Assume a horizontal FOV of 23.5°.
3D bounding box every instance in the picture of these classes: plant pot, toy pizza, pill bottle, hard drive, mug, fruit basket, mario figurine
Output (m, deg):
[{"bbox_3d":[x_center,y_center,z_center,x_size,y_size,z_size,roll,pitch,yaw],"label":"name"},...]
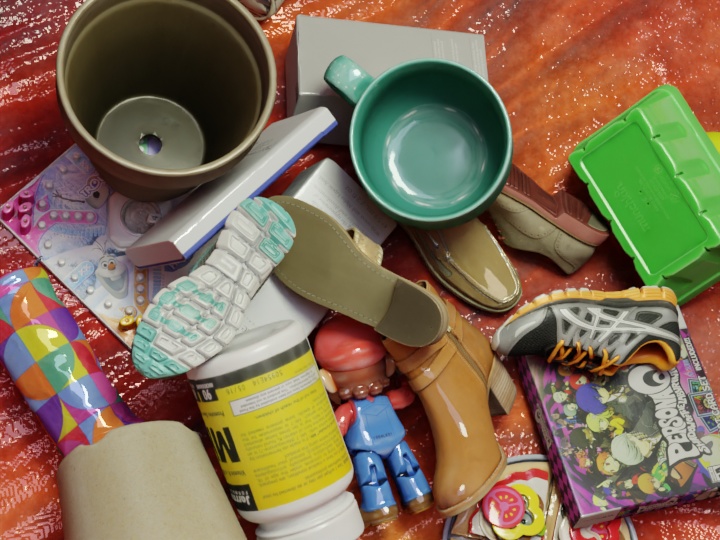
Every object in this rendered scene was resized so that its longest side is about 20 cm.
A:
[{"bbox_3d":[-0.188,-0.147,1.617,0.199,0.174,0.201,4,69,-11],"label":"plant pot"},{"bbox_3d":[0.176,0.271,1.651,0.199,0.032,0.201,4,70,-12],"label":"toy pizza"},{"bbox_3d":[-0.073,0.155,1.551,0.114,0.114,0.201,-22,97,-19],"label":"pill bottle"},{"bbox_3d":[-0.122,-0.077,1.630,0.200,0.132,0.025,-43,105,-22],"label":"hard drive"},{"bbox_3d":[0.063,-0.130,1.640,0.152,0.114,0.186,-19,83,4],"label":"mug"},{"bbox_3d":[-0.181,0.240,1.510,0.200,0.201,0.184,-12,63,-17],"label":"plant pot"},{"bbox_3d":[0.329,-0.082,1.777,0.215,0.155,0.216,41,28,-27],"label":"fruit basket"},{"bbox_3d":[0.004,0.140,1.651,0.123,0.106,0.201,-4,76,-59],"label":"mario figurine"}]

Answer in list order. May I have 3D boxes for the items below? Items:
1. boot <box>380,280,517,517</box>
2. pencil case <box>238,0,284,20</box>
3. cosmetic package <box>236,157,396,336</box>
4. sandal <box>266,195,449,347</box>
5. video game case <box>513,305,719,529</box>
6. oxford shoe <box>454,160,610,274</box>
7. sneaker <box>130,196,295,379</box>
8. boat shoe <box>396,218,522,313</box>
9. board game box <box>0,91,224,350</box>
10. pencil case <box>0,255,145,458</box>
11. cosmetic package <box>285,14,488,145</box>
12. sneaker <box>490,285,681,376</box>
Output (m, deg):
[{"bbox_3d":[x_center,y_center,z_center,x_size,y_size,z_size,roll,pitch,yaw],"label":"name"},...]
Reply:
[{"bbox_3d":[0.071,0.118,1.613,0.155,0.074,0.200,51,33,-24],"label":"boot"},{"bbox_3d":[-0.077,-0.359,1.799,0.089,0.078,0.200,39,66,-13],"label":"pencil case"},{"bbox_3d":[-0.068,-0.001,1.660,0.102,0.074,0.200,42,67,-11],"label":"cosmetic package"},{"bbox_3d":[-0.003,0.005,1.609,0.211,0.070,0.078,33,101,19],"label":"sandal"},{"bbox_3d":[0.261,0.139,1.699,0.181,0.036,0.201,-9,63,-16],"label":"video game case"},{"bbox_3d":[0.149,-0.060,1.737,0.200,0.075,0.071,30,27,-5],"label":"oxford shoe"},{"bbox_3d":[-0.132,0.028,1.541,0.078,0.091,0.200,41,62,2],"label":"sneaker"},{"bbox_3d":[0.088,-0.042,1.721,0.200,0.076,0.072,44,67,5],"label":"boat shoe"},{"bbox_3d":[-0.213,-0.053,1.685,0.200,0.026,0.200,44,68,5],"label":"board game box"},{"bbox_3d":[-0.278,0.087,1.590,0.088,0.088,0.200,-29,79,-20],"label":"pencil case"},{"bbox_3d":[0.025,-0.185,1.747,0.199,0.090,0.107,5,57,-8],"label":"cosmetic package"},{"bbox_3d":[0.223,0.064,1.670,0.199,0.078,0.077,-6,65,-15],"label":"sneaker"}]
